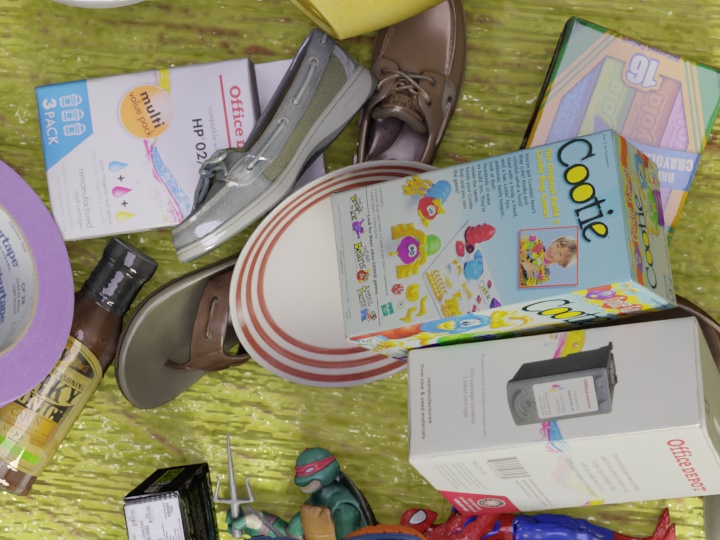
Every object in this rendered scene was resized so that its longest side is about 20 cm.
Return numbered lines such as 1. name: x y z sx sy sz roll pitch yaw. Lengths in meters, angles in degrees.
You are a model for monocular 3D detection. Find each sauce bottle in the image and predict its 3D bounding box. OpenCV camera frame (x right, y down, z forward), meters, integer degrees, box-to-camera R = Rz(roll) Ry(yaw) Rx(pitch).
1. sauce bottle: -0.220 0.068 1.672 0.065 0.065 0.200 31 92 1

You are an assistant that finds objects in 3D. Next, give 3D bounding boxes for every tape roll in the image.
1. tape roll: -0.300 0.009 1.580 0.066 0.200 0.201 -28 90 45

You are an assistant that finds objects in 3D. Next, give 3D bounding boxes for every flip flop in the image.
1. flip flop: -0.091 0.035 1.659 0.200 0.058 0.081 -29 122 -2

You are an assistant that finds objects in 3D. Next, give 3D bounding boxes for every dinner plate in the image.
1. dinner plate: 0.000 0.000 1.634 0.200 0.024 0.201 -10 129 -13

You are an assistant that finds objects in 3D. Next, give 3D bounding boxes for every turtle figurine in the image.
1. turtle figurine: -0.027 0.204 1.640 0.100 0.150 0.201 -22 99 -18

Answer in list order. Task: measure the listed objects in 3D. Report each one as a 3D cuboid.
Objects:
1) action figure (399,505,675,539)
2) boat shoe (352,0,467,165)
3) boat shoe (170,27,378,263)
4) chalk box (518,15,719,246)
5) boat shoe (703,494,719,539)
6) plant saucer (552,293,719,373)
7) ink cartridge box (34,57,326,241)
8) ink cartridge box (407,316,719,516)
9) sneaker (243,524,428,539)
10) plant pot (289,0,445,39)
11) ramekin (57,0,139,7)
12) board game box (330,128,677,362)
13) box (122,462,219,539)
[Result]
1. action figure: 0.128 0.165 1.661 0.199 0.065 0.099 -1 98 1
2. boat shoe: 0.036 -0.119 1.659 0.071 0.065 0.201 10 91 2
3. boat shoe: -0.070 -0.085 1.595 0.065 0.074 0.202 45 69 -7
4. chalk box: 0.171 -0.064 1.627 0.124 0.125 0.201 20 93 2
5. boat shoe: 0.293 0.120 1.653 0.060 0.074 0.201 6 95 -13
6. plant saucer: 0.176 0.068 1.620 0.200 0.201 0.035 6 49 2
7. ink cartridge box: -0.129 -0.091 1.664 0.199 0.068 0.116 -8 91 2
8. ink cartridge box: 0.145 0.103 1.548 0.199 0.148 0.086 -8 66 15
9. sneaker: -0.025 0.215 1.516 0.199 0.078 0.076 -12 105 -26
10. plant pot: -0.002 -0.246 1.587 0.200 0.200 0.142 43 88 1
11. ramekin: -0.184 -0.286 1.638 0.199 0.105 0.201 0 90 1
12. board game box: 0.095 -0.013 1.509 0.199 0.103 0.105 -12 74 22
13. box: -0.122 0.244 1.607 0.047 0.193 0.201 -9 91 0
